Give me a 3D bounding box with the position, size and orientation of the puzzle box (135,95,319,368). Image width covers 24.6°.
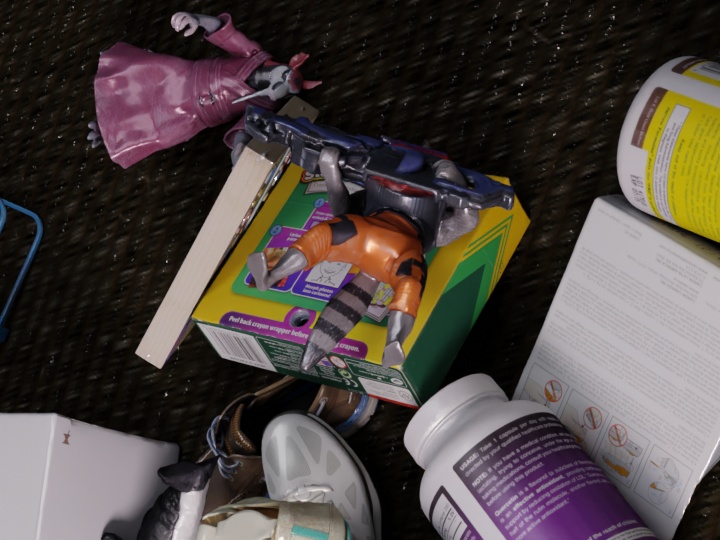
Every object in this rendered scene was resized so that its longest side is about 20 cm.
[{"bbox_3d":[-0.102,-0.031,1.278,0.025,0.133,0.201,31,117,1],"label":"puzzle box"}]

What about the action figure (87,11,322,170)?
[{"bbox_3d":[-0.124,-0.142,1.386,0.198,0.149,0.135,-7,90,14],"label":"action figure"}]

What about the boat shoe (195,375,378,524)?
[{"bbox_3d":[-0.081,0.129,1.273,0.200,0.072,0.073,-42,55,18],"label":"boat shoe"}]

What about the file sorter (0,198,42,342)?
[{"bbox_3d":[-0.407,-0.036,1.476,0.138,0.200,0.124,20,86,37],"label":"file sorter"}]

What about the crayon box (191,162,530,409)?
[{"bbox_3d":[0.000,0.000,1.225,0.199,0.058,0.173,12,58,37],"label":"crayon box"}]

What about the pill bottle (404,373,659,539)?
[{"bbox_3d":[0.115,0.166,1.091,0.113,0.112,0.200,-47,59,15],"label":"pill bottle"}]

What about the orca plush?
[{"bbox_3d":[-0.169,0.219,1.252,0.071,0.105,0.201,21,128,7],"label":"orca plush"}]

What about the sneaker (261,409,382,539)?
[{"bbox_3d":[-0.023,0.190,1.158,0.075,0.115,0.202,-25,79,7],"label":"sneaker"}]

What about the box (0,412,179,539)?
[{"bbox_3d":[-0.274,0.180,1.346,0.199,0.152,0.107,-3,74,35],"label":"box"}]

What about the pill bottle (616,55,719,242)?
[{"bbox_3d":[0.271,-0.060,1.055,0.199,0.109,0.110,27,92,38],"label":"pill bottle"}]

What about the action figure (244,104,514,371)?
[{"bbox_3d":[-0.007,-0.032,1.130,0.199,0.194,0.105,23,133,16],"label":"action figure"}]

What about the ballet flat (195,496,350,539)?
[{"bbox_3d":[-0.078,0.179,1.118,0.200,0.062,0.068,-25,52,55],"label":"ballet flat"}]

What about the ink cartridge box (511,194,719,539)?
[{"bbox_3d":[0.194,0.073,1.125,0.162,0.050,0.201,35,115,36],"label":"ink cartridge box"}]
